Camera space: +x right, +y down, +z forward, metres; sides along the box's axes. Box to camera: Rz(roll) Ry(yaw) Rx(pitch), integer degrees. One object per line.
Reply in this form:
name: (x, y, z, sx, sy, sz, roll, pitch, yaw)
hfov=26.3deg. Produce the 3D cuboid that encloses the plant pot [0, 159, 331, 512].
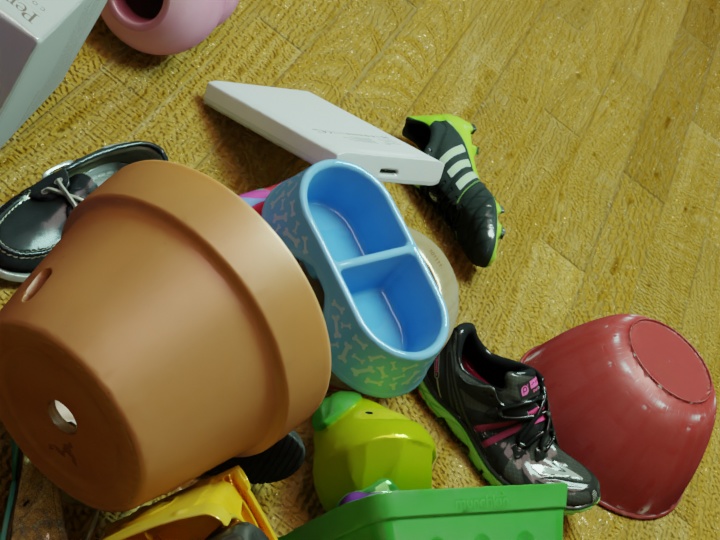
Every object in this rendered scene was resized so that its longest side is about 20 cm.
plant pot: (-0.136, 0.052, 0.947, 0.200, 0.200, 0.140, 44, 51, 7)

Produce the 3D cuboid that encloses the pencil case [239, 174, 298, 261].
pencil case: (-0.077, -0.031, 1.293, 0.088, 0.089, 0.200, 47, 34, 11)

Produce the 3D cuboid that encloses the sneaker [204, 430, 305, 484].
sneaker: (-0.128, 0.086, 1.120, 0.199, 0.074, 0.089, 25, 34, -15)

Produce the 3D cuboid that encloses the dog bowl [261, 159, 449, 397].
dog bowl: (0.000, 0.000, 1.218, 0.111, 0.050, 0.201, -13, 69, -40)

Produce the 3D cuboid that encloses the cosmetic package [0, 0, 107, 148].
cosmetic package: (-0.308, -0.207, 1.201, 0.167, 0.167, 0.200, 34, 36, -7)

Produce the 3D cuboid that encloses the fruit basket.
fruit basket: (0.035, 0.170, 1.133, 0.214, 0.155, 0.217, 21, 55, -33)

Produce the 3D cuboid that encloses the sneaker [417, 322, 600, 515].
sneaker: (0.129, 0.127, 1.307, 0.200, 0.084, 0.077, 45, 35, 7)

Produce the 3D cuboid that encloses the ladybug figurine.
ladybug figurine: (0.000, 0.035, 1.283, 0.199, 0.072, 0.136, -27, 82, -44)

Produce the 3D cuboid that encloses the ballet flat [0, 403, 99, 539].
ballet flat: (-0.200, 0.136, 0.998, 0.070, 0.071, 0.201, 20, 44, -26)

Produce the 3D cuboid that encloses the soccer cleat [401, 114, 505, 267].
soccer cleat: (0.088, -0.079, 1.530, 0.080, 0.068, 0.201, 3, 45, -17)

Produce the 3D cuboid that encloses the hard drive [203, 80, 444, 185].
hard drive: (-0.036, -0.126, 1.410, 0.131, 0.027, 0.200, 1, 23, -43)

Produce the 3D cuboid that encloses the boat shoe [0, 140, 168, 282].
boat shoe: (-0.222, -0.053, 1.200, 0.076, 0.060, 0.200, 42, 34, 3)

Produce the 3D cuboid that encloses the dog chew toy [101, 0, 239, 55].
dog chew toy: (-0.167, -0.276, 1.459, 0.124, 0.125, 0.200, 41, 26, 3)

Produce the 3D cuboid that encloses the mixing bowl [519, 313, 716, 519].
mixing bowl: (0.252, 0.114, 1.417, 0.199, 0.109, 0.201, 24, 37, -20)

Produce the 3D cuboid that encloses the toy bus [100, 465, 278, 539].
toy bus: (-0.086, 0.226, 0.958, 0.201, 0.135, 0.192, 64, 10, -7)
